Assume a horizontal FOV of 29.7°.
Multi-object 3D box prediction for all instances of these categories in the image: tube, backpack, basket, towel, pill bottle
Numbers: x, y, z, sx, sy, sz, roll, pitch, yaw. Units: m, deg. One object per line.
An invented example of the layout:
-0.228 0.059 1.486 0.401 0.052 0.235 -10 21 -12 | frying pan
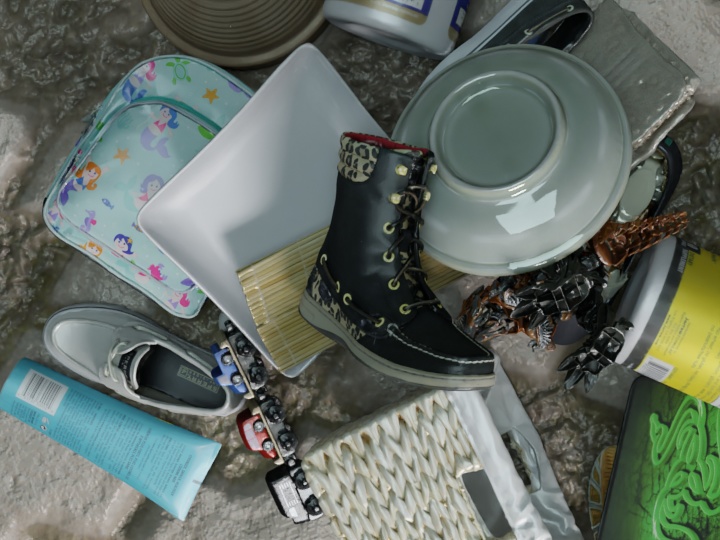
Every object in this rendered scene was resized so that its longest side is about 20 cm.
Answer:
-0.230 0.146 1.226 0.198 0.050 0.078 28 98 2 | tube
-0.160 -0.082 1.164 0.176 0.151 0.201 34 86 -6 | backpack
0.074 0.190 1.103 0.159 0.200 0.200 -26 87 10 | basket
0.180 -0.126 1.142 0.199 0.034 0.133 -41 54 9 | towel
0.312 0.059 1.107 0.198 0.114 0.116 23 94 3 | pill bottle
0.051 -0.292 1.141 0.118 0.120 0.203 19 93 8 | pill bottle

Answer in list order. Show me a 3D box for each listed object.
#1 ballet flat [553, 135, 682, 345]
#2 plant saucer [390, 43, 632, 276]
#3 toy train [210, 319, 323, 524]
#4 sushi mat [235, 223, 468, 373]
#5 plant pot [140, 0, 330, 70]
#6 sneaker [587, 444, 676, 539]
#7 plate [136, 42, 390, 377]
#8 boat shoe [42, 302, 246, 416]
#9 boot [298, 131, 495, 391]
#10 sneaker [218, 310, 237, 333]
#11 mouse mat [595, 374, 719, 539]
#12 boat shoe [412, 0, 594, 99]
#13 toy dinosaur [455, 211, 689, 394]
0.208 -0.027 1.146 0.072 0.073 0.202 31 95 7 | ballet flat
0.109 -0.097 1.048 0.197 0.050 0.203 -7 64 15 | plant saucer
-0.084 0.135 1.173 0.045 0.034 0.202 -24 110 -6 | toy train
0.000 0.000 1.114 0.198 0.012 0.097 -26 114 -13 | sushi mat
-0.110 -0.282 1.179 0.197 0.093 0.204 0 90 8 | plant pot
0.251 0.243 1.150 0.086 0.076 0.203 -11 91 -8 | sneaker
-0.053 -0.047 1.105 0.200 0.032 0.200 -46 116 -6 | plate
-0.197 0.083 1.208 0.198 0.066 0.073 24 94 7 | boat shoe
0.033 -0.009 1.004 0.203 0.073 0.156 27 110 48 | boot
-0.035 0.000 1.188 0.197 0.073 0.086 -17 77 2 | sneaker
0.273 0.203 1.121 0.159 0.008 0.203 18 77 -13 | mouse mat
0.113 -0.162 1.135 0.200 0.069 0.057 -47 48 0 | boat shoe
0.161 0.007 1.075 0.101 0.136 0.201 30 119 -14 | toy dinosaur
